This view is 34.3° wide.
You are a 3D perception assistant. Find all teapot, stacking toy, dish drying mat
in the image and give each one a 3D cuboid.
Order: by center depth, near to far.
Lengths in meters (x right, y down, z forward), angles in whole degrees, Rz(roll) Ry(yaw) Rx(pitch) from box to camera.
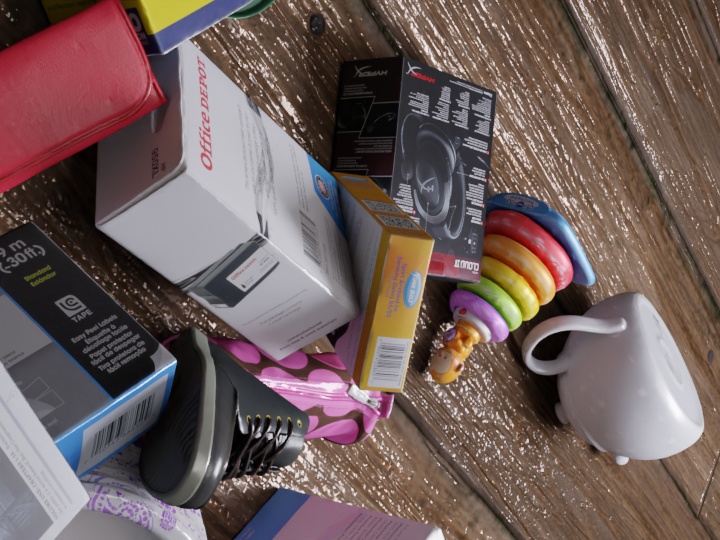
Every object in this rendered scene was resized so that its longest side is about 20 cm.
[{"bbox_3d":[-0.222,-0.092,0.725,0.198,0.018,0.078,-31,112,-14],"label":"dish drying mat"},{"bbox_3d":[0.130,0.030,1.163,0.201,0.115,0.110,-50,128,-17],"label":"stacking toy"},{"bbox_3d":[0.282,0.129,1.306,0.203,0.145,0.197,65,21,4],"label":"teapot"}]

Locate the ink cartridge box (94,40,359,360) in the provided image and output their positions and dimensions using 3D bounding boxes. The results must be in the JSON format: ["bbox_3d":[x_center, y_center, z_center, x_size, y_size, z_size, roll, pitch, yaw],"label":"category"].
[{"bbox_3d":[-0.096,-0.051,0.845,0.200,0.083,0.146,42,28,-42],"label":"ink cartridge box"}]

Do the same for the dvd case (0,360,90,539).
[{"bbox_3d":[-0.223,0.116,0.505,0.200,0.024,0.152,-50,127,-38],"label":"dvd case"}]

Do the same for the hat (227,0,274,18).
[{"bbox_3d":[-0.050,-0.294,0.852,0.165,0.174,0.203,-40,121,-39],"label":"hat"}]

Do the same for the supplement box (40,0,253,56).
[{"bbox_3d":[-0.166,-0.254,0.775,0.109,0.108,0.203,-41,122,-39],"label":"supplement box"}]

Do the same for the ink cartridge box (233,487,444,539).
[{"bbox_3d":[-0.010,0.278,0.927,0.125,0.198,0.130,-42,122,-38],"label":"ink cartridge box"}]

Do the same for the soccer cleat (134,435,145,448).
[{"bbox_3d":[-0.154,0.180,0.846,0.066,0.076,0.204,-21,108,-46],"label":"soccer cleat"}]

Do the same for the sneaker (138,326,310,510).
[{"bbox_3d":[-0.077,0.104,0.743,0.105,0.200,0.075,33,100,-16],"label":"sneaker"}]

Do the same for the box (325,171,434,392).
[{"bbox_3d":[0.000,0.000,0.923,0.041,0.200,0.121,6,108,-16],"label":"box"}]

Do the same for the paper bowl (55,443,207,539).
[{"bbox_3d":[-0.195,0.191,0.740,0.197,0.105,0.204,-7,119,-12],"label":"paper bowl"}]

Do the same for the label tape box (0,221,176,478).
[{"bbox_3d":[-0.225,0.040,0.668,0.143,0.200,0.067,-34,159,-42],"label":"label tape box"}]

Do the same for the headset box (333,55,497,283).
[{"bbox_3d":[0.047,-0.077,1.060,0.148,0.076,0.204,7,88,-49],"label":"headset box"}]

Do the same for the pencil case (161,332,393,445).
[{"bbox_3d":[-0.067,0.095,0.927,0.198,0.093,0.092,9,96,-48],"label":"pencil case"}]
